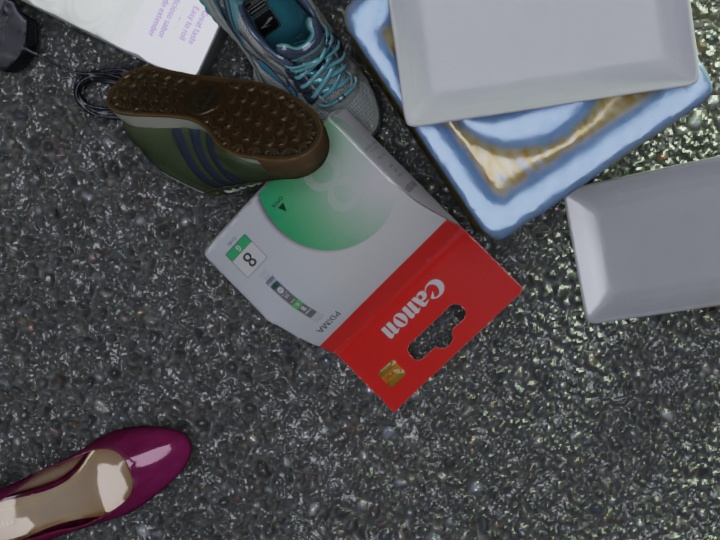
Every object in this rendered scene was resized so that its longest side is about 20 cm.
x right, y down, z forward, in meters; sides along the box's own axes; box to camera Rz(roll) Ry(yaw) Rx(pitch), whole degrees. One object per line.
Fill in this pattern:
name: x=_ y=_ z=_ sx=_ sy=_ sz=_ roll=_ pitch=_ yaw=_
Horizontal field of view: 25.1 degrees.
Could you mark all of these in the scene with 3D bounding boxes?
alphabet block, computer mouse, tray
alphabet block: x=0.116 y=-0.153 z=1.188 sx=0.194 sy=0.200 sz=0.197 roll=-33 pitch=91 yaw=4
computer mouse: x=-0.251 y=-0.174 z=1.287 sx=0.199 sy=0.034 sz=0.059 roll=27 pitch=105 yaw=-6
tray: x=0.248 y=-0.025 z=1.221 sx=0.199 sy=0.022 sz=0.108 roll=-11 pitch=88 yaw=42
tray: x=0.120 y=-0.162 z=1.076 sx=0.198 sy=0.022 sz=0.108 roll=-8 pitch=92 yaw=3

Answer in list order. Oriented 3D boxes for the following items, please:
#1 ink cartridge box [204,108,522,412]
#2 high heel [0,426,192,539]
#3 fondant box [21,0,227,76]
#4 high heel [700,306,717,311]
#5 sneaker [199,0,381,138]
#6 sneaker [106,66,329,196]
ink cartridge box: x=0.000 y=0.000 z=1.251 sx=0.200 sy=0.050 sz=0.161 roll=46 pitch=116 yaw=1
high heel: x=-0.228 y=0.180 z=1.269 sx=0.199 sy=0.096 sz=0.068 roll=-26 pitch=92 yaw=3
fondant box: x=-0.185 y=-0.252 z=1.264 sx=0.199 sy=0.058 sz=0.145 roll=26 pitch=93 yaw=-1
high heel: x=0.349 y=-0.044 z=1.250 sx=0.141 sy=0.071 sz=0.202 roll=21 pitch=88 yaw=2
sneaker: x=-0.049 y=-0.162 z=1.224 sx=0.078 sy=0.086 sz=0.200 roll=-46 pitch=118 yaw=-5
sneaker: x=-0.098 y=-0.094 z=1.227 sx=0.199 sy=0.090 sz=0.067 roll=17 pitch=60 yaw=31
